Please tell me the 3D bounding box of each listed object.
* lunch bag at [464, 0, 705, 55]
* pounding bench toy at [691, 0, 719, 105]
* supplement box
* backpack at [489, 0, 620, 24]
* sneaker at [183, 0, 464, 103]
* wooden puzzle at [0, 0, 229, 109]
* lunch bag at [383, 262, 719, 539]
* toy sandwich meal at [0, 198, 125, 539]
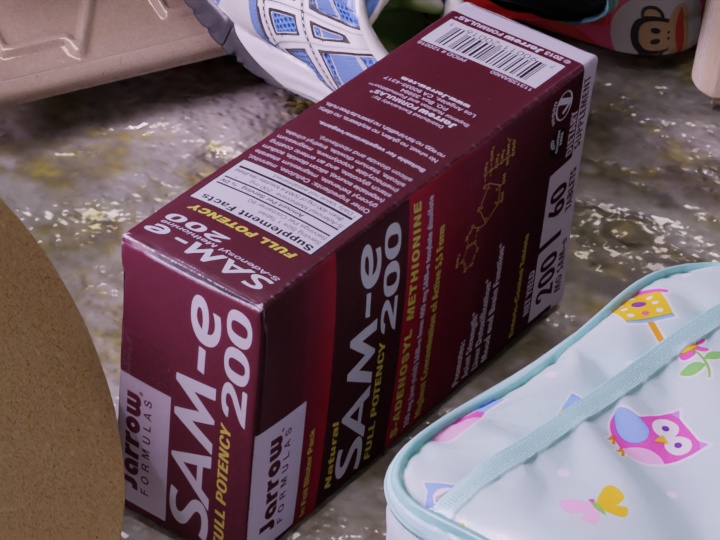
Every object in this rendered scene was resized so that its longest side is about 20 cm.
[{"bbox_3d":[0.076,-0.166,1.278,0.199,0.082,0.176,20,42,19],"label":"lunch bag"},{"bbox_3d":[0.229,-0.111,1.173,0.155,0.125,0.200,16,36,14],"label":"pounding bench toy"},{"bbox_3d":[0.000,0.000,0.998,0.061,0.109,0.200,25,40,26],"label":"supplement box"},{"bbox_3d":[0.046,-0.194,1.122,0.153,0.200,0.176,-47,23,-13],"label":"backpack"},{"bbox_3d":[-0.002,-0.103,1.141,0.076,0.077,0.200,-28,60,-36],"label":"sneaker"},{"bbox_3d":[-0.121,-0.145,1.212,0.199,0.046,0.186,-13,59,-32],"label":"wooden puzzle"},{"bbox_3d":[0.106,0.078,0.927,0.160,0.077,0.200,31,42,31],"label":"lunch bag"},{"bbox_3d":[-0.152,0.039,0.887,0.070,0.205,0.206,-25,26,25],"label":"toy sandwich meal"}]
